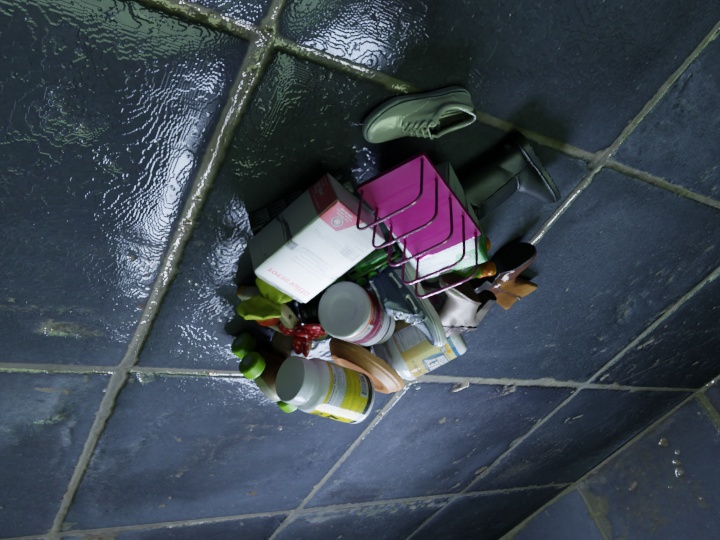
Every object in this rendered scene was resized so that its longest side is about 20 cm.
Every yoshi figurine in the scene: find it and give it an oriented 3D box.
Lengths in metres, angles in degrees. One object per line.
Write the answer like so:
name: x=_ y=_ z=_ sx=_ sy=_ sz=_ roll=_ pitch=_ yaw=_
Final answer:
yoshi figurine: x=0.196 y=-0.019 z=1.337 sx=0.197 sy=0.113 sz=0.113 roll=-9 pitch=124 yaw=-13

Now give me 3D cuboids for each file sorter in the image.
file sorter: x=0.100 y=-0.067 z=1.052 sx=0.138 sy=0.126 sz=0.200 roll=-23 pitch=127 yaw=29

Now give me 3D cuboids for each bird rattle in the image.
bird rattle: x=-0.166 y=0.083 z=1.242 sx=0.200 sy=0.162 sz=0.113 roll=46 pitch=67 yaw=-43

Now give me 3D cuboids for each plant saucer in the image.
plant saucer: x=0.007 y=0.224 z=1.413 sx=0.038 sy=0.199 sz=0.201 roll=-56 pitch=145 yaw=-18

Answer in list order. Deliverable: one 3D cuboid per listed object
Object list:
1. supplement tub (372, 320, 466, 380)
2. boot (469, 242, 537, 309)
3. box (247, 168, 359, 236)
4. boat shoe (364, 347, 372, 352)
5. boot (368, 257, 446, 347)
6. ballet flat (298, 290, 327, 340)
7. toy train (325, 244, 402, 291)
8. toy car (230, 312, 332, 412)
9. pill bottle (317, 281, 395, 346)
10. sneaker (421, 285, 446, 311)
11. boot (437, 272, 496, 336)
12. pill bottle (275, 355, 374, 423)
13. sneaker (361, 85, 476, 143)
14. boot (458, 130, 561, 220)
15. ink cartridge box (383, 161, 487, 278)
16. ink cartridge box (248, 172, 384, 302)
supplement tub: x=0.141 y=0.175 z=1.491 sx=0.199 sy=0.146 sz=0.145 roll=-29 pitch=141 yaw=8
boot: x=0.383 y=0.022 z=1.497 sx=0.188 sy=0.069 sz=0.199 roll=-43 pitch=138 yaw=23
box: x=-0.087 y=-0.084 z=1.159 sx=0.198 sy=0.049 sz=0.162 roll=-25 pitch=138 yaw=3
boat shoe: x=-0.012 y=0.157 z=1.461 sx=0.073 sy=0.061 sz=0.201 roll=-14 pitch=140 yaw=-2
boot: x=0.095 y=0.082 z=1.255 sx=0.090 sy=0.202 sz=0.073 roll=-29 pitch=-177 yaw=-16
ballet flat: x=-0.101 y=0.068 z=1.280 sx=0.066 sy=0.057 sz=0.202 roll=-7 pitch=122 yaw=1
toy train: x=0.000 y=0.000 z=1.307 sx=0.199 sy=0.042 sz=0.057 roll=-30 pitch=130 yaw=8
toy car: x=-0.153 y=0.176 z=1.359 sx=0.200 sy=0.158 sz=0.165 roll=-41 pitch=124 yaw=-2
pill bottle: x=0.000 y=0.097 z=1.297 sx=0.114 sy=0.115 sz=0.200 roll=-32 pitch=158 yaw=11
sneaker: x=0.126 y=0.076 z=1.356 sx=0.199 sy=0.089 sz=0.081 roll=22 pitch=165 yaw=-35
boot: x=0.192 y=0.084 z=1.301 sx=0.199 sy=0.071 sz=0.146 roll=20 pitch=128 yaw=-38
pill bottle: x=-0.074 y=0.250 z=1.300 sx=0.199 sy=0.115 sz=0.114 roll=26 pitch=121 yaw=-39
sneaker: x=0.101 y=-0.255 z=1.036 sx=0.198 sy=0.071 sz=0.073 roll=-20 pitch=142 yaw=-4
boot: x=0.291 y=-0.160 z=1.231 sx=0.168 sy=0.077 sz=0.200 roll=-38 pitch=132 yaw=13
ink cartridge box: x=0.140 y=-0.090 z=1.174 sx=0.145 sy=0.084 sz=0.201 roll=-16 pitch=132 yaw=23
ink cartridge box: x=-0.080 y=-0.052 z=1.094 sx=0.199 sy=0.083 sz=0.146 roll=-37 pitch=137 yaw=16
